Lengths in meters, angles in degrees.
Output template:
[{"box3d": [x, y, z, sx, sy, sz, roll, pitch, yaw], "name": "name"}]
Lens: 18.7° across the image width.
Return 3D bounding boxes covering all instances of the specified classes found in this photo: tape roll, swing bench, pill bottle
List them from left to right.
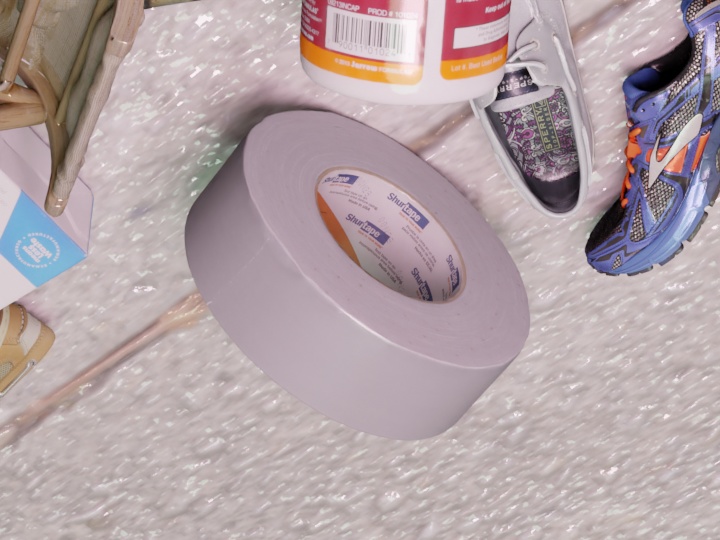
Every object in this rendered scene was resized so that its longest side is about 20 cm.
[{"box3d": [-0.226, -0.135, 1.137, 0.199, 0.130, 0.199, 6, 154, -17], "name": "swing bench"}, {"box3d": [0.000, 0.000, 1.255, 0.200, 0.201, 0.066, 28, 122, -23], "name": "tape roll"}, {"box3d": [0.028, -0.196, 1.141, 0.113, 0.113, 0.201, 2, 112, -5], "name": "pill bottle"}]

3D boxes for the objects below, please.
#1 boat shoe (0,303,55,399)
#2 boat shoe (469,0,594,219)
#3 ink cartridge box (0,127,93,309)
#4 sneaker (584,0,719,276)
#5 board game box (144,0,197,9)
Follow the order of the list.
[{"box3d": [-0.271, 0.097, 1.405, 0.076, 0.072, 0.200, 27, 123, -36], "name": "boat shoe"}, {"box3d": [0.093, -0.115, 1.249, 0.070, 0.072, 0.201, -17, 126, 12], "name": "boat shoe"}, {"box3d": [-0.273, -0.016, 1.312, 0.200, 0.067, 0.116, -30, 125, 19], "name": "ink cartridge box"}, {"box3d": [0.182, -0.084, 1.290, 0.078, 0.075, 0.200, 24, 116, -10], "name": "sneaker"}, {"box3d": [-0.083, -0.238, 1.171, 0.135, 0.028, 0.200, -9, 128, 4], "name": "board game box"}]
